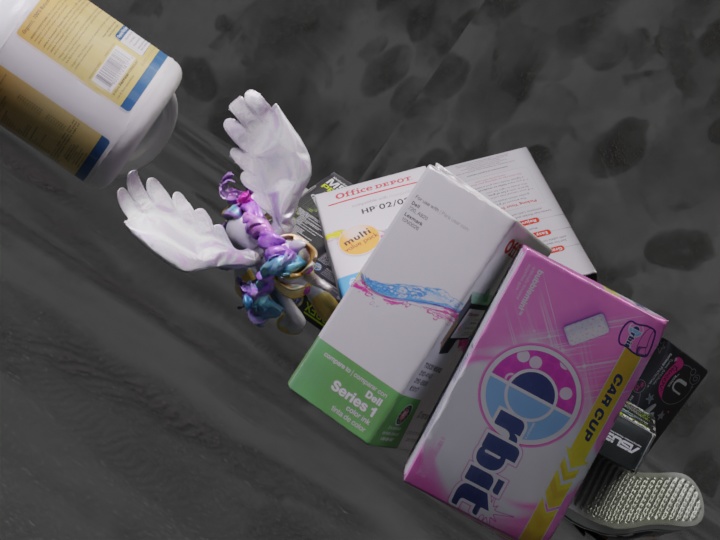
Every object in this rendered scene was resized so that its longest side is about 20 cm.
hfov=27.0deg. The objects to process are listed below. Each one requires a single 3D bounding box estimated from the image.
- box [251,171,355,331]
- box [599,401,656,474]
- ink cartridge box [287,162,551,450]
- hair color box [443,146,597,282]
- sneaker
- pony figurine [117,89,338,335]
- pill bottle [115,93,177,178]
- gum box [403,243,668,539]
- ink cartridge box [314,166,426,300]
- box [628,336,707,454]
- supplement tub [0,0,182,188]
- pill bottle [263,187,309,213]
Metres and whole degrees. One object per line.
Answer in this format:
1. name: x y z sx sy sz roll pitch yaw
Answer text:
1. box: 0.000 0.000 1.501 0.200 0.044 0.160 34 44 17
2. box: 0.181 0.115 1.409 0.200 0.048 0.193 29 7 9
3. ink cartridge box: 0.050 0.033 1.158 0.084 0.200 0.145 34 3 20
4. hair color box: 0.141 -0.027 1.397 0.200 0.101 0.061 -109 -173 -50
5. sneaker: 0.230 0.221 1.421 0.200 0.079 0.079 17 -30 -33
6. pony figurine: -0.090 -0.031 1.299 0.193 0.167 0.200 47 -11 11
7. pill bottle: -0.299 -0.195 1.580 0.200 0.120 0.120 37 4 28
8. gum box: 0.121 0.095 1.086 0.113 0.200 0.066 28 5 0
9. ink cartridge box: 0.025 -0.026 1.424 0.200 0.115 0.068 -107 -176 -45
10. box: 0.269 0.145 1.706 0.115 0.200 0.132 34 3 -37
11. supplement tub: -0.283 -0.186 1.399 0.200 0.145 0.145 35 4 -11
12. pill bottle: -0.034 -0.014 1.695 0.200 0.113 0.113 37 4 32
